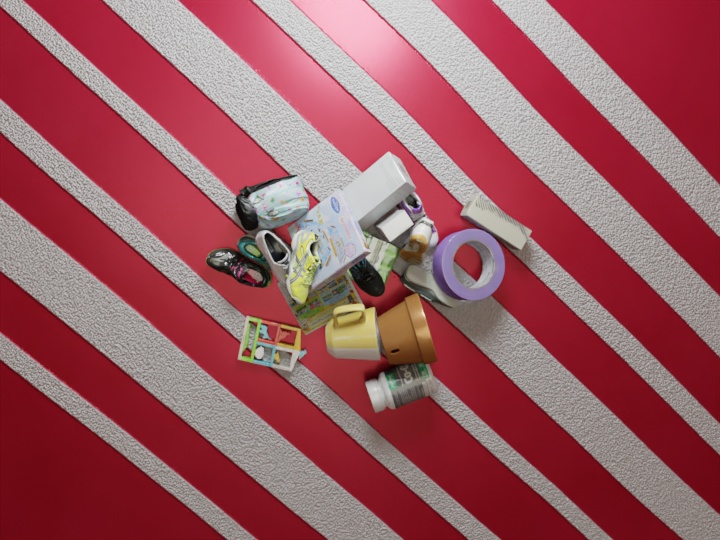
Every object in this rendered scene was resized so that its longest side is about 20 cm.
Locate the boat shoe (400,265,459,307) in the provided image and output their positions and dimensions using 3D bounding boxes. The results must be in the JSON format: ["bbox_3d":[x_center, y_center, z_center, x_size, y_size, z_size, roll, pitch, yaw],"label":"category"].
[{"bbox_3d":[0.206,0.055,1.777,0.198,0.062,0.074,31,52,-16],"label":"boat shoe"}]

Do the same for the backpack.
[{"bbox_3d":[-0.244,-0.187,1.665,0.196,0.167,0.129,-22,93,-17],"label":"backpack"}]

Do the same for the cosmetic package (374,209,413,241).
[{"bbox_3d":[0.091,-0.127,1.667,0.082,0.200,0.051,-38,97,1],"label":"cosmetic package"}]

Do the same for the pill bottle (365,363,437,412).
[{"bbox_3d":[0.120,0.342,1.767,0.196,0.113,0.115,-20,98,-3],"label":"pill bottle"}]

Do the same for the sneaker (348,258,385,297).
[{"bbox_3d":[0.000,0.000,1.711,0.073,0.082,0.201,-40,101,2],"label":"sneaker"}]

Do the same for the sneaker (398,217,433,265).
[{"bbox_3d":[0.167,-0.081,1.694,0.074,0.200,0.089,27,69,-2],"label":"sneaker"}]

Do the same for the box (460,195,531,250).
[{"bbox_3d":[0.397,-0.140,1.751,0.197,0.082,0.069,31,92,-8],"label":"box"}]

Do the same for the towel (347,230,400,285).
[{"bbox_3d":[0.004,-0.039,1.762,0.196,0.031,0.152,24,96,-9],"label":"towel"}]

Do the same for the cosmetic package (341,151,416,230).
[{"bbox_3d":[0.043,-0.220,1.668,0.198,0.081,0.114,-36,68,21],"label":"cosmetic package"}]

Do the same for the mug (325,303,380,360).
[{"bbox_3d":[-0.025,0.173,1.726,0.149,0.150,0.191,-6,104,5],"label":"mug"}]

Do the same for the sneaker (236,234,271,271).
[{"bbox_3d":[-0.264,-0.036,1.708,0.196,0.080,0.079,22,96,-16],"label":"sneaker"}]

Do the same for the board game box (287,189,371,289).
[{"bbox_3d":[-0.090,-0.085,1.659,0.198,0.041,0.203,-33,70,24],"label":"board game box"}]

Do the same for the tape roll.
[{"bbox_3d":[0.314,-0.015,1.736,0.195,0.085,0.206,1,87,-13],"label":"tape roll"}]

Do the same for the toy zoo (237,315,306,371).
[{"bbox_3d":[-0.256,0.221,1.771,0.195,0.020,0.134,13,95,-6],"label":"toy zoo"}]

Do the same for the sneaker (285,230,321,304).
[{"bbox_3d":[-0.152,-0.008,1.622,0.075,0.075,0.205,3,89,30],"label":"sneaker"}]

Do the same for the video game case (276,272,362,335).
[{"bbox_3d":[-0.118,0.066,1.745,0.197,0.023,0.185,-28,108,1],"label":"video game case"}]

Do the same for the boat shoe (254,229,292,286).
[{"bbox_3d":[-0.219,-0.025,1.651,0.074,0.065,0.201,-46,110,-17],"label":"boat shoe"}]

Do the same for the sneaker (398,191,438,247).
[{"bbox_3d":[0.165,-0.150,1.715,0.072,0.114,0.202,-35,99,-1],"label":"sneaker"}]

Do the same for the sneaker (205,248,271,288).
[{"bbox_3d":[-0.347,-0.008,1.706,0.196,0.084,0.078,20,94,-6],"label":"sneaker"}]

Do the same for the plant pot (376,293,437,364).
[{"bbox_3d":[0.129,0.184,1.712,0.137,0.200,0.204,-18,98,3],"label":"plant pot"}]
